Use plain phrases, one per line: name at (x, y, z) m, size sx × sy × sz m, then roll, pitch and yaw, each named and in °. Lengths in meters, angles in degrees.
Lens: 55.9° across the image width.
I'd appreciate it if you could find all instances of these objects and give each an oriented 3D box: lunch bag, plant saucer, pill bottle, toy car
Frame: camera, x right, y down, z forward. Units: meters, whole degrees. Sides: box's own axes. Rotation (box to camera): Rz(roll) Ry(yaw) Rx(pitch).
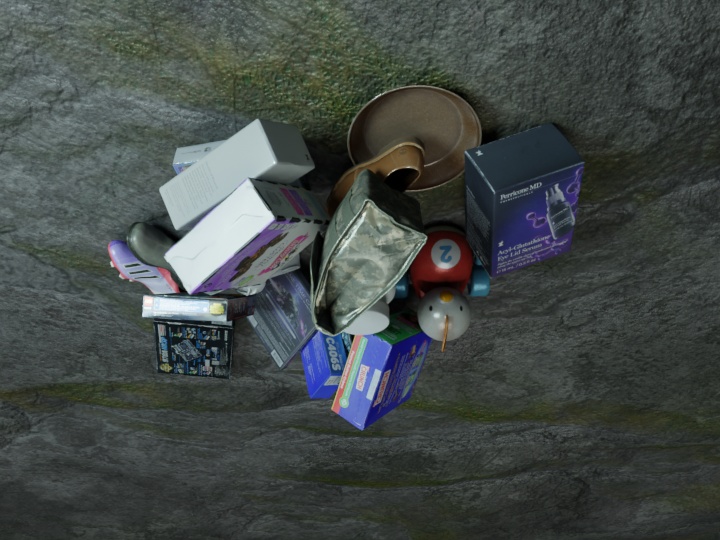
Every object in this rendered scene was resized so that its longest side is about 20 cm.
lunch bag at (-0.007, -0.021, 0.947) m, size 0.118 × 0.164 × 0.200 m, roll 31°, pitch 110°, yaw -11°
plant saucer at (0.080, -0.203, 1.022) m, size 0.200 × 0.037 × 0.200 m, roll -1°, pitch 140°, yaw -1°
pill bottle at (0.000, 0.000, 1.123) m, size 0.111 × 0.200 × 0.111 m, roll -3°, pitch 148°, yaw -2°
toy car at (0.146, 0.044, 1.186) m, size 0.184 × 0.200 × 0.177 m, roll -1°, pitch 139°, yaw 0°

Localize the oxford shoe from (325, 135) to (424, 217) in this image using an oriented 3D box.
oxford shoe at (0.016, -0.123, 1.036) m, size 0.071 × 0.071 × 0.200 m, roll 28°, pitch 134°, yaw -32°

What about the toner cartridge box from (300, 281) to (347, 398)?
toner cartridge box at (-0.077, 0.130, 1.281) m, size 0.043 × 0.200 × 0.095 m, roll 7°, pitch 141°, yaw -30°

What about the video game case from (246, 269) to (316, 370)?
video game case at (-0.145, 0.082, 1.287) m, size 0.019 × 0.143 × 0.200 m, roll -19°, pitch 158°, yaw -45°

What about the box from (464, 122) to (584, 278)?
box at (0.248, -0.106, 1.059) m, size 0.148 × 0.104 × 0.200 m, roll -20°, pitch 140°, yaw -6°

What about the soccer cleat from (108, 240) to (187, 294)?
soccer cleat at (-0.376, 0.002, 1.237) m, size 0.076 × 0.067 × 0.200 m, roll -23°, pitch 138°, yaw 11°

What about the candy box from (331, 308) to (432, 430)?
candy box at (0.047, 0.171, 1.225) m, size 0.077 × 0.200 × 0.169 m, roll 26°, pitch 108°, yaw 23°

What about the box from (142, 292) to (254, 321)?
box at (-0.268, 0.060, 1.156) m, size 0.137 × 0.040 × 0.200 m, roll 3°, pitch 180°, yaw 3°

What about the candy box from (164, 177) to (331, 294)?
candy box at (-0.153, -0.048, 0.982) m, size 0.168 × 0.072 × 0.200 m, roll -39°, pitch 169°, yaw 18°

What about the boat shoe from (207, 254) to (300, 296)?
boat shoe at (-0.184, 0.006, 1.159) m, size 0.072 × 0.200 × 0.069 m, roll 0°, pitch 112°, yaw 43°

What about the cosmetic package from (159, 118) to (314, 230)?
cosmetic package at (-0.177, -0.133, 0.972) m, size 0.200 × 0.071 × 0.101 m, roll -27°, pitch 173°, yaw 26°

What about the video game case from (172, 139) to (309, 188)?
video game case at (-0.177, -0.126, 1.100) m, size 0.181 × 0.045 × 0.200 m, roll -9°, pitch 139°, yaw 7°

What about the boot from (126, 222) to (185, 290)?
boot at (-0.295, -0.028, 1.179) m, size 0.131 × 0.068 × 0.200 m, roll -5°, pitch 150°, yaw 27°

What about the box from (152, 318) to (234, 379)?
box at (-0.347, 0.153, 1.423) m, size 0.159 × 0.046 × 0.200 m, roll 6°, pitch 139°, yaw -8°

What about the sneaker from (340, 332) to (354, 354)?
sneaker at (0.016, 0.069, 1.245) m, size 0.079 × 0.096 × 0.200 m, roll 8°, pitch 103°, yaw -20°

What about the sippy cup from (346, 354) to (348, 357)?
sippy cup at (-0.019, 0.155, 1.367) m, size 0.140 × 0.130 × 0.178 m, roll 19°, pitch 135°, yaw -22°
